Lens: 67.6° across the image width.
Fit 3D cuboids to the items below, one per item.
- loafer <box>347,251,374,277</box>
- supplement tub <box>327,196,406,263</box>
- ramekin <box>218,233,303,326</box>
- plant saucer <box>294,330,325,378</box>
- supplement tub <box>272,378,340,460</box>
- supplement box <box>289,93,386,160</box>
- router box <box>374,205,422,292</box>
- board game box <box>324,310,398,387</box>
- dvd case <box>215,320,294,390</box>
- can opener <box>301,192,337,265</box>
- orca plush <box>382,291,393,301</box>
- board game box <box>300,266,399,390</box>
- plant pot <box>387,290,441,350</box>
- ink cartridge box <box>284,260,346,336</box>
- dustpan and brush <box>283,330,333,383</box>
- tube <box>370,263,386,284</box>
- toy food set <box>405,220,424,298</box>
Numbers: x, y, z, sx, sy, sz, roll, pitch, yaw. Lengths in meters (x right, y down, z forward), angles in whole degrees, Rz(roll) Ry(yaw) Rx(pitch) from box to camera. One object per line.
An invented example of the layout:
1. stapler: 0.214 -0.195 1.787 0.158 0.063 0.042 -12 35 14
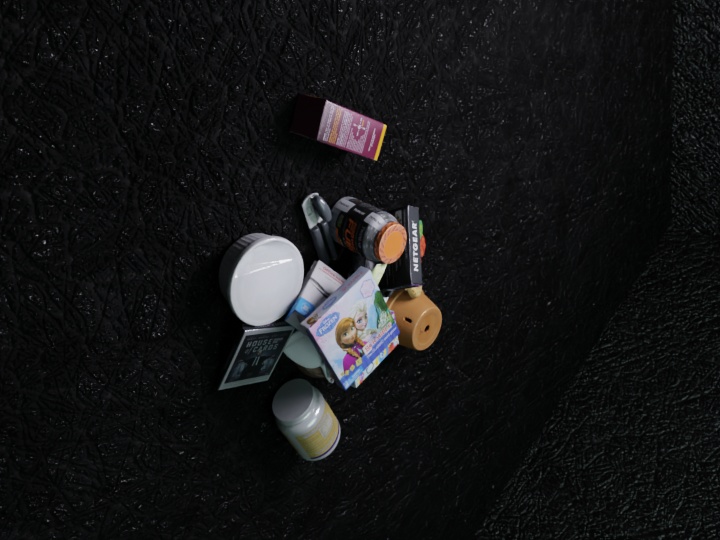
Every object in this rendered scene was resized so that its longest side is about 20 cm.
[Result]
1. loafer: 0.000 0.000 1.406 0.069 0.067 0.208 17 58 -47
2. supplement tub: 0.016 -0.098 1.339 0.120 0.198 0.127 -21 124 -35
3. ramekin: -0.231 0.011 1.222 0.199 0.093 0.209 -23 125 -36
4. plant saucer: -0.090 0.205 1.455 0.193 0.034 0.208 -7 110 -18
5. supplement tub: -0.148 0.406 1.467 0.145 0.144 0.203 -42 135 -20
6. supplement box: -0.049 -0.325 1.227 0.196 0.109 0.088 6 106 -46
7. router box: 0.089 -0.053 1.420 0.050 0.146 0.208 6 78 -44
8. board game box: 0.002 0.191 1.400 0.199 0.101 0.108 -38 127 -41
9. dvd case: -0.252 0.203 1.297 0.147 0.025 0.203 -3 133 -44
10. can opener: -0.093 -0.097 1.328 0.053 0.066 0.204 -36 131 -24
11. orca plush: 0.059 0.026 1.545 0.070 0.105 0.204 28 91 -16
12. board game box: -0.017 0.134 1.246 0.200 0.041 0.203 -43 124 -21
13. plant pot: 0.158 0.151 1.655 0.196 0.138 0.207 -23 126 -36
14. ink cartridge box: -0.091 0.062 1.315 0.114 0.068 0.203 34 49 -14
15. dustpan and brush: -0.113 0.225 1.411 0.137 0.057 0.204 -31 109 -7
16. tube: 0.001 0.066 1.318 0.051 0.058 0.203 25 108 -23
17. toy food set: 0.151 -0.037 1.564 0.199 0.047 0.206 60 40 -55
